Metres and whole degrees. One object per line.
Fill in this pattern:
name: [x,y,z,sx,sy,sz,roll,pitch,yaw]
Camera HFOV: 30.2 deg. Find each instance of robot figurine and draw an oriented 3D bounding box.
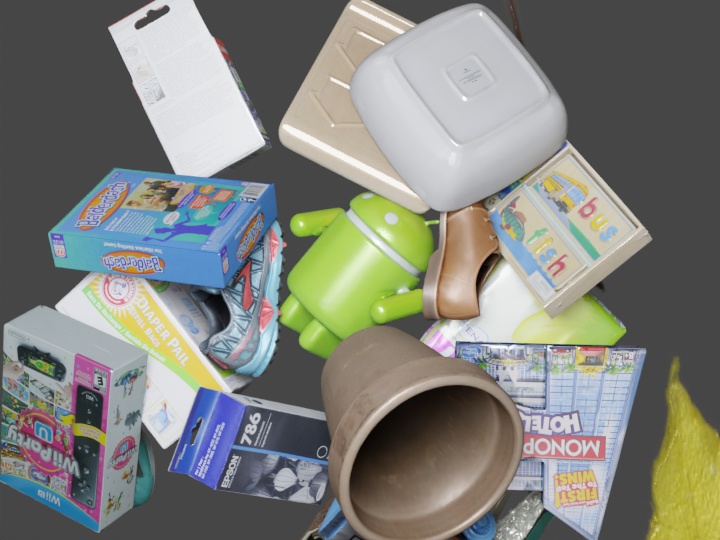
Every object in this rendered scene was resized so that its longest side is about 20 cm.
robot figurine: [0.000,0.000,1.450,0.200,0.115,0.176,-49,55,7]

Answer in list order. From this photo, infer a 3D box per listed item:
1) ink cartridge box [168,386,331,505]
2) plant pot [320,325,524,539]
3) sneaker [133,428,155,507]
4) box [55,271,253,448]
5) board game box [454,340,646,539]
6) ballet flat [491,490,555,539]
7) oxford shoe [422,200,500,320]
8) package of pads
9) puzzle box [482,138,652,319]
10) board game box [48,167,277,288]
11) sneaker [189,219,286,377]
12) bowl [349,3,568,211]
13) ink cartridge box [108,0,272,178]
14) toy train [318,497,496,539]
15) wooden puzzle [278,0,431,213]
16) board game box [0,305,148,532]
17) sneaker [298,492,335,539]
ink cartridge box: [-0.106,0.192,1.443,0.039,0.198,0.101,26,97,48]
plant pot: [0.038,0.147,1.338,0.197,0.175,0.203,-12,123,-20]
sneaker: [-0.288,0.175,1.507,0.070,0.080,0.203,-17,90,7]
box: [-0.227,0.081,1.482,0.101,0.112,0.201,-39,86,8]
board game box: [0.194,0.178,1.390,0.197,0.062,0.203,1,90,5]
ballet flat: [0.197,0.242,1.463,0.072,0.072,0.201,40,96,4]
oxford shoe: [0.117,-0.040,1.411,0.070,0.071,0.203,4,71,18]
package of pads: [0.167,0.078,1.457,0.200,0.068,0.155,-44,87,3]
puzzle box: [0.202,-0.056,1.406,0.133,0.025,0.201,-39,45,6]
board game box: [-0.207,-0.049,1.419,0.197,0.153,0.046,7,124,18]
sneaker: [-0.135,0.010,1.447,0.094,0.079,0.203,13,60,-28]
bowl: [0.107,-0.184,1.401,0.198,0.075,0.201,-30,73,-18]
ink cartridge box: [-0.191,-0.205,1.500,0.108,0.050,0.202,-26,88,8]
toy train: [0.056,0.277,1.414,0.199,0.115,0.087,35,140,-4]
wooden puzzle: [0.029,-0.177,1.452,0.183,0.046,0.202,26,66,1]
board game box: [-0.312,0.159,1.440,0.146,0.064,0.203,20,118,23]
sneaker: [-0.015,0.280,1.482,0.070,0.076,0.201,35,96,4]
